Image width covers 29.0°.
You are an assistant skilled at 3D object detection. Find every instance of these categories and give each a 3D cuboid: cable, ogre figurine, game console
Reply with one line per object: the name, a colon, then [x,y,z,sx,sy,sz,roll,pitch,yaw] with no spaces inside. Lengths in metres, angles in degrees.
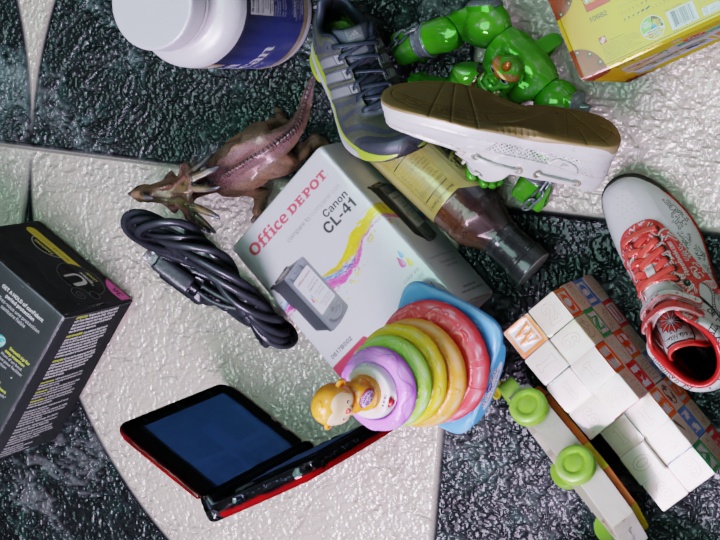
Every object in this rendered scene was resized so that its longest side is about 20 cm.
cable: [-0.137,0.004,1.329,0.200,0.163,0.051,38,75,6]
ogre figurine: [0.119,-0.160,1.225,0.120,0.098,0.200,-47,60,41]
game console: [-0.090,0.145,1.301,0.172,0.200,0.119,-28,86,26]

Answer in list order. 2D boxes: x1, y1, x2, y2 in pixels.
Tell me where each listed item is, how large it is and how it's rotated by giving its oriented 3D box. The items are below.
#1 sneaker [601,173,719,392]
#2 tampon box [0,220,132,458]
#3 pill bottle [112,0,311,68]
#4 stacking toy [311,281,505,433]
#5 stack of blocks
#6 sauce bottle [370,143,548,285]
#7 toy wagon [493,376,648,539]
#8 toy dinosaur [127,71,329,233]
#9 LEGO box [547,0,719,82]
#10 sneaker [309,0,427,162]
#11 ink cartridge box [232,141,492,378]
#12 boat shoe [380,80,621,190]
sneaker: [0.257,0.009,1.169,0.067,0.108,0.202,-31,83,26]
tampon box: [-0.367,0.073,1.465,0.150,0.126,0.200,39,110,15]
pill bottle: [-0.136,-0.240,1.271,0.111,0.200,0.111,4,99,25]
stacking toy: [0.025,0.090,1.143,0.110,0.200,0.116,28,113,26]
stack of blocks: [0.223,0.104,1.195,0.059,0.115,0.200,-43,79,24]
sauce bottle: [0.086,-0.068,1.267,0.200,0.066,0.066,44,113,11]
toy wagon: [0.173,0.153,1.208,0.040,0.155,0.200,-36,53,-1]
toy dinosaur: [-0.108,-0.101,1.313,0.200,0.136,0.086,-39,80,24]
LEGO box: [0.270,-0.224,1.109,0.200,0.149,0.077,-23,87,26]
sneaker: [-0.001,-0.172,1.235,0.074,0.081,0.200,-23,50,-10]
ink cartridge box: [0.000,0.000,1.304,0.200,0.086,0.148,48,114,10]
boat shoe: [0.111,-0.104,1.157,0.200,0.071,0.069,13,128,2]
